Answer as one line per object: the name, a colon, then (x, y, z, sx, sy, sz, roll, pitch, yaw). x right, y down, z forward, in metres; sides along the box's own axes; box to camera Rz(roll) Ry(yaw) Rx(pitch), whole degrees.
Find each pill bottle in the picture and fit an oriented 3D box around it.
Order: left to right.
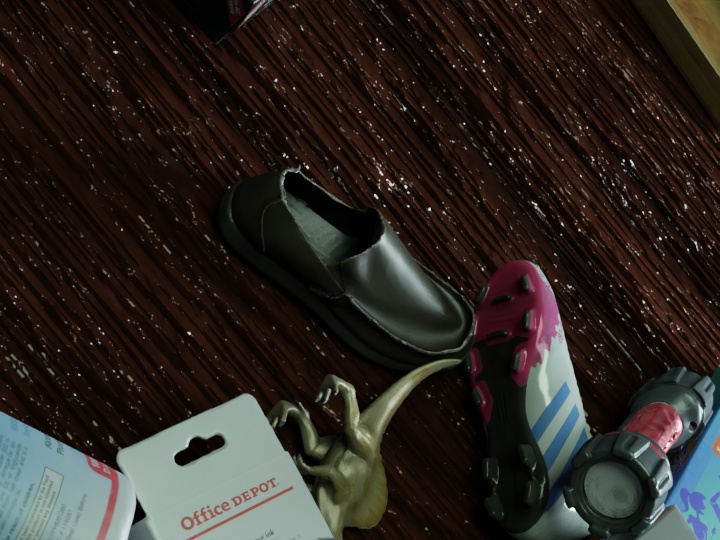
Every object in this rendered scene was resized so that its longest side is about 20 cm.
pill bottle: (-0.234, 0.121, 1.220, 0.200, 0.109, 0.109, 30, 54, -19)

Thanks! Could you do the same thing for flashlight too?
flashlight: (0.195, 0.115, 1.483, 0.068, 0.068, 0.200, 17, 22, 19)

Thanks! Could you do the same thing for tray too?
tray: (0.271, -0.214, 1.772, 0.099, 0.037, 0.200, -33, 87, -39)

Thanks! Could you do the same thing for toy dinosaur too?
toy dinosaur: (-0.009, 0.115, 1.418, 0.101, 0.058, 0.200, 47, 50, -30)

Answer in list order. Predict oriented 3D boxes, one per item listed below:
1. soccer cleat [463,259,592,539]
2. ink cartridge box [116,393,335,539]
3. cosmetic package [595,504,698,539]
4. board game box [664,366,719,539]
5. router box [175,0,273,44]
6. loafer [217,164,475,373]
soccer cleat: (0.120, 0.094, 1.507, 0.086, 0.070, 0.200, 23, 58, -42)
ink cartridge box: (-0.073, 0.188, 1.320, 0.116, 0.068, 0.200, -23, 81, -41)
cosmetic package: (0.138, 0.242, 1.412, 0.200, 0.107, 0.090, -35, 90, -41)
board game box: (0.282, 0.178, 1.579, 0.152, 0.045, 0.200, 43, 50, -9)
router box: (-0.108, -0.276, 1.530, 0.200, 0.062, 0.150, 49, 49, -4)
loafer: (0.000, 0.000, 1.460, 0.200, 0.071, 0.073, 32, 54, -17)
